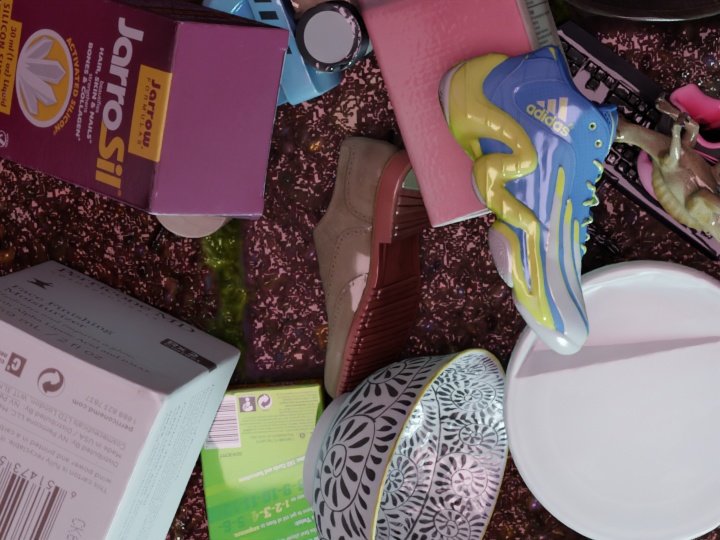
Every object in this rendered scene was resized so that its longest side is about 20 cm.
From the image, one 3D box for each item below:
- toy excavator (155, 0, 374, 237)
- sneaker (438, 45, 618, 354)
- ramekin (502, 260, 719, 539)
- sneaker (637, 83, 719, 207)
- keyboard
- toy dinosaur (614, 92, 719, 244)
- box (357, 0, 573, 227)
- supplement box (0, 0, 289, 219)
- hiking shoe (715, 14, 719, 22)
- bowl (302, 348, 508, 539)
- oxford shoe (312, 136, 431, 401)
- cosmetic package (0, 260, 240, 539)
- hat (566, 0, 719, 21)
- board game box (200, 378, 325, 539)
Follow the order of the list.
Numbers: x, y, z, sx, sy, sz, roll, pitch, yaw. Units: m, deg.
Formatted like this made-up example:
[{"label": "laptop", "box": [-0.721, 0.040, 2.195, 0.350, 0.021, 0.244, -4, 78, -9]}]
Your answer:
[{"label": "toy excavator", "box": [-0.077, -0.141, 1.614, 0.199, 0.100, 0.196, -18, 98, 18]}, {"label": "sneaker", "box": [0.127, -0.051, 1.468, 0.104, 0.076, 0.201, -22, 93, 13]}, {"label": "ramekin", "box": [0.198, 0.086, 1.638, 0.200, 0.094, 0.204, 0, 101, 2]}, {"label": "sneaker", "box": [0.289, -0.075, 1.569, 0.198, 0.079, 0.096, 15, 136, 10]}, {"label": "keyboard", "box": [0.183, -0.075, 1.646, 0.199, 0.021, 0.127, 36, 99, -4]}, {"label": "toy dinosaur", "box": [0.234, -0.051, 1.547, 0.058, 0.101, 0.200, -34, 81, -29]}, {"label": "box", "box": [0.077, -0.145, 1.568, 0.108, 0.128, 0.202, -18, 94, 14]}, {"label": "supplement box", "box": [-0.155, -0.120, 1.554, 0.199, 0.103, 0.132, 19, 104, 43]}, {"label": "hiking shoe", "box": [0.337, -0.147, 1.599, 0.200, 0.074, 0.087, 43, 100, -6]}, {"label": "bowl", "box": [0.020, 0.140, 1.627, 0.094, 0.200, 0.202, 17, 102, 26]}, {"label": "oxford shoe", "box": [0.000, 0.000, 1.654, 0.074, 0.070, 0.202, 24, 109, 30]}, {"label": "cosmetic package", "box": [-0.205, 0.109, 1.590, 0.164, 0.200, 0.166, 25, 101, 7]}, {"label": "hat", "box": [0.201, -0.223, 1.575, 0.199, 0.081, 0.202, 0, 58, -1]}, {"label": "board game box", "box": [-0.065, 0.183, 1.697, 0.095, 0.030, 0.202, -4, 98, 6]}]
